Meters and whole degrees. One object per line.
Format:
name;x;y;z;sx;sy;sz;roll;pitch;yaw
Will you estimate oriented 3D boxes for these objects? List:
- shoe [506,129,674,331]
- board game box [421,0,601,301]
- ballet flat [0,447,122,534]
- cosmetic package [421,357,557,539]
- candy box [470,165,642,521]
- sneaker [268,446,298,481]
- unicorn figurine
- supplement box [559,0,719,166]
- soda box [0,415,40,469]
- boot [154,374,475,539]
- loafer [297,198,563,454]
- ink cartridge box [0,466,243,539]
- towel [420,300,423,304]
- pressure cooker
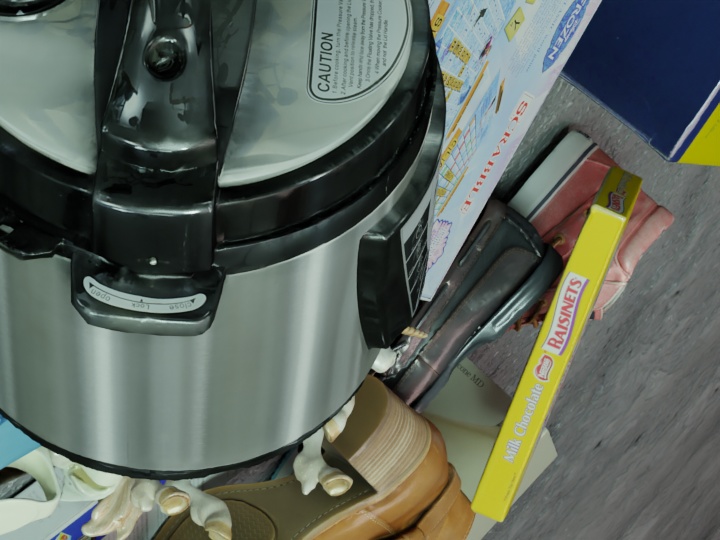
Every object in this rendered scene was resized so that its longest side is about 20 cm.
shoe;0.109;0.013;1.096;0.200;0.091;0.071;-50;171;-2
board game box;0.030;-0.088;0.829;0.201;0.041;0.199;-60;155;7
ballet flat;-0.145;0.077;0.761;0.199;0.068;0.068;-26;154;-45
cosmetic package;0.032;0.160;1.186;0.200;0.103;0.073;-48;158;-7
candy box;0.117;0.043;1.021;0.102;0.026;0.202;-43;154;-68
sneaker;-0.028;0.168;1.115;0.201;0.081;0.076;-51;156;1
unicorn figurine;-0.045;0.060;0.846;0.198;0.138;0.074;-8;128;-10
supplement box;0.205;-0.136;1.026;0.110;0.109;0.199;-57;157;18
soda box;-0.151;0.035;0.687;0.199;0.064;0.068;-31;152;-40
boot;-0.027;0.162;0.971;0.200;0.077;0.156;-47;140;-9
loafer;0.031;0.040;1.026;0.200;0.063;0.072;-43;-169;-2
ink cartridge box;-0.135;0.126;0.903;0.199;0.037;0.095;-35;154;-27
towel;0.000;0.000;0.975;0.199;0.023;0.145;-19;144;-52
pressure cooker;-0.063;-0.045;0.578;0.178;0.176;0.201;-32;152;-28
